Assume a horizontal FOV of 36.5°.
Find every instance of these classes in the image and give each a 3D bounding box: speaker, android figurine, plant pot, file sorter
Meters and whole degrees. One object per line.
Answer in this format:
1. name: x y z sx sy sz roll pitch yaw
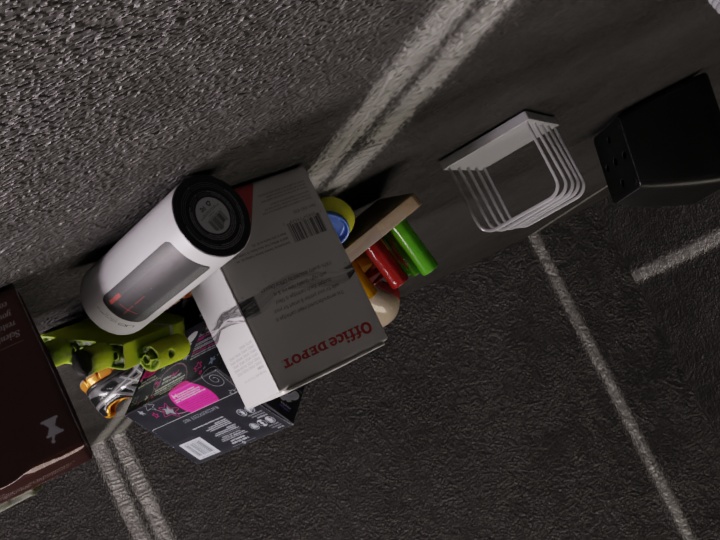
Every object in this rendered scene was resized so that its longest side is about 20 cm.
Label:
1. speaker: -0.185 -0.010 1.012 0.081 0.082 0.200 -21 172 -44
2. android figurine: -0.286 0.084 1.281 0.181 0.041 0.200 2 -170 24
3. plant pot: 0.546 -0.219 2.001 0.176 0.201 0.200 -15 172 -11
4. file sorter: 0.226 -0.135 1.551 0.138 0.125 0.200 -30 173 21

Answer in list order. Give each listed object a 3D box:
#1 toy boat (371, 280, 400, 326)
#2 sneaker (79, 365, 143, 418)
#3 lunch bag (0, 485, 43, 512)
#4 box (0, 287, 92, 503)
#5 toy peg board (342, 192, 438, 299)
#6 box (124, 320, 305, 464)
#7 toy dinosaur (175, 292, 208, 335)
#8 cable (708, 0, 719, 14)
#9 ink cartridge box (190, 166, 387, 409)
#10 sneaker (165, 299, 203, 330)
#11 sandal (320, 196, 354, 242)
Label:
1. toy boat: -0.027 0.014 1.751 0.199 0.132 0.130 30 139 -29
2. sneaker: -0.362 0.172 1.808 0.199 0.078 0.078 -29 172 5
3. lunch bag: -0.500 0.231 1.270 0.199 0.165 0.118 -26 180 -12
4. box: -0.369 0.139 1.059 0.165 0.165 0.200 -24 173 -17
5. toy peg board: 0.000 0.000 1.451 0.199 0.098 0.200 -39 -172 -9
6. box: -0.176 0.144 1.379 0.199 0.132 0.115 -27 -146 40
7. toy dinosaur: -0.169 0.002 1.253 0.198 0.103 0.136 -11 150 -8
8. cable: 0.428 -0.324 1.080 0.199 0.070 0.200 -29 174 13
9. ink cartridge box: -0.085 0.017 1.091 0.146 0.201 0.083 -22 174 -37
10. sneaker: -0.204 0.047 1.469 0.199 0.070 0.099 -24 171 -33
11. sandal: -0.094 -0.010 1.324 0.199 0.079 0.087 -37 -153 19
